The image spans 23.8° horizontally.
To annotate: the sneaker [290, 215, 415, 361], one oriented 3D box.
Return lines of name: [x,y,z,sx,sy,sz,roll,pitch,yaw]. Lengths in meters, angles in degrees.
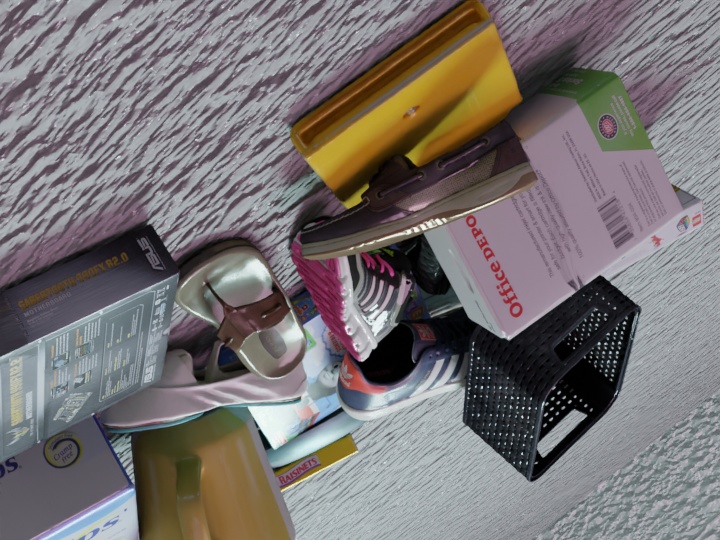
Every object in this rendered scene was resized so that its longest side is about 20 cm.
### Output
sneaker: [0.000,0.000,1.500,0.087,0.074,0.200,-41,149,-13]

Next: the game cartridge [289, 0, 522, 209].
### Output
game cartridge: [0.041,-0.122,1.353,0.176,0.033,0.200,-35,164,2]

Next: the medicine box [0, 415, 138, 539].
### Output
medicine box: [-0.298,0.223,1.507,0.181,0.103,0.200,-28,162,-17]

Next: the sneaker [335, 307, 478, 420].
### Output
sneaker: [0.069,0.070,1.618,0.199,0.075,0.085,-27,146,-17]

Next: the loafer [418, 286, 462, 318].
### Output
loafer: [0.058,0.056,1.739,0.199,0.070,0.070,-33,158,-12]

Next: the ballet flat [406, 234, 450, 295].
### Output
ballet flat: [0.063,-0.035,1.570,0.200,0.056,0.067,91,24,-61]

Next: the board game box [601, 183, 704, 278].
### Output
board game box: [0.232,-0.041,1.729,0.199,0.126,0.035,-27,126,-22]

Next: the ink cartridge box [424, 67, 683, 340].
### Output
ink cartridge box: [0.156,-0.059,1.470,0.199,0.146,0.084,-34,-159,-12]

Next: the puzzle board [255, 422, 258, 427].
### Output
puzzle board: [-0.098,0.125,1.743,0.199,0.017,0.151,-37,162,5]

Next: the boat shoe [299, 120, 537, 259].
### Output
boat shoe: [0.040,-0.062,1.352,0.199,0.065,0.072,-19,177,17]

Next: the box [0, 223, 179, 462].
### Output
box: [-0.224,0.060,1.314,0.158,0.049,0.200,-26,160,-22]

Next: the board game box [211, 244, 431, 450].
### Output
board game box: [-0.029,0.072,1.634,0.199,0.037,0.152,-34,143,-6]

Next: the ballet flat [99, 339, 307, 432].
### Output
ballet flat: [-0.140,0.096,1.516,0.198,0.070,0.070,-7,151,-28]

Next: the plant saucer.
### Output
plant saucer: [-0.048,0.161,1.778,0.199,0.028,0.200,-26,-175,2]

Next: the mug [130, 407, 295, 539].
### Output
mug: [-0.137,0.198,1.578,0.149,0.154,0.186,-21,-160,-30]

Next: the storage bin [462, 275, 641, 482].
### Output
storage bin: [0.176,0.090,1.596,0.135,0.094,0.201,-40,157,-22]

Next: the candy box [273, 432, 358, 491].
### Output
candy box: [-0.097,0.217,1.764,0.199,0.027,0.102,-27,-178,-3]

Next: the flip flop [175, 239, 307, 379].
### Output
flip flop: [-0.092,0.042,1.431,0.081,0.058,0.200,-35,142,-2]
